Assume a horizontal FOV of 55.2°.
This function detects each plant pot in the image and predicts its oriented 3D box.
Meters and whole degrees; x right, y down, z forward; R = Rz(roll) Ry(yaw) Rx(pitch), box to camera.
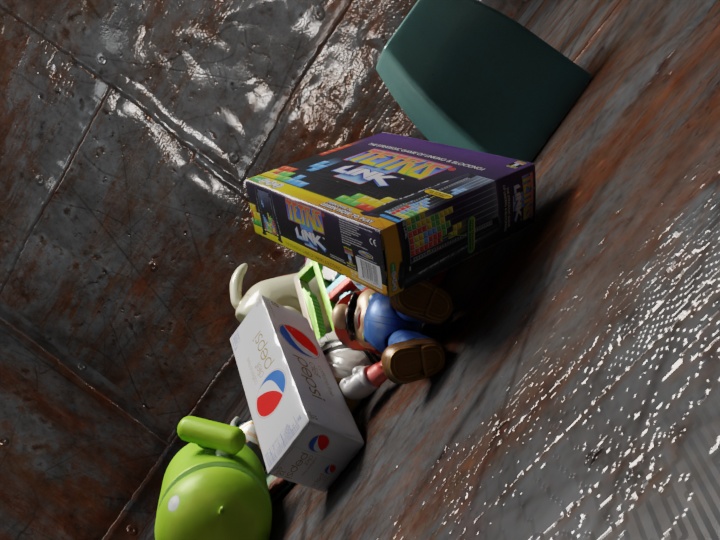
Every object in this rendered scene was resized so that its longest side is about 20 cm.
[{"bbox_3d":[0.122,-0.212,0.784,0.142,0.199,0.141,-53,6,-1],"label":"plant pot"}]

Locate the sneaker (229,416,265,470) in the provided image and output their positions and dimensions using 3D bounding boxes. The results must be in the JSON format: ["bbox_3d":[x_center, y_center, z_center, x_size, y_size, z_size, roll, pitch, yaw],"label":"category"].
[{"bbox_3d":[-0.160,0.253,0.946,0.081,0.077,0.200,-67,11,-23],"label":"sneaker"}]

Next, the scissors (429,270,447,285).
[{"bbox_3d":[0.064,0.023,0.838,0.074,0.014,0.200,-57,4,-5],"label":"scissors"}]

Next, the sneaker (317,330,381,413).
[{"bbox_3d":[-0.036,0.109,0.789,0.088,0.076,0.199,-49,22,-23],"label":"sneaker"}]

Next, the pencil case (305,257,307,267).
[{"bbox_3d":[-0.056,-0.023,1.123,0.094,0.089,0.204,99,176,-79],"label":"pencil case"}]

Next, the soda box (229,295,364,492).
[{"bbox_3d":[-0.068,0.111,0.665,0.064,0.068,0.201,-51,34,14],"label":"soda box"}]

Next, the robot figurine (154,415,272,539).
[{"bbox_3d":[-0.150,0.243,0.710,0.200,0.113,0.179,-163,82,-78],"label":"robot figurine"}]

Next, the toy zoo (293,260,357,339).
[{"bbox_3d":[0.000,0.000,0.848,0.199,0.020,0.133,-41,47,24],"label":"toy zoo"}]

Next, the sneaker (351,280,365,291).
[{"bbox_3d":[0.006,-0.005,0.785,0.071,0.074,0.199,-16,21,-27],"label":"sneaker"}]

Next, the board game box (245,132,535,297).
[{"bbox_3d":[0.021,-0.060,0.586,0.164,0.058,0.199,-26,31,-30],"label":"board game box"}]

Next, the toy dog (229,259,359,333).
[{"bbox_3d":[-0.072,0.041,0.996,0.200,0.194,0.140,-42,-14,-23],"label":"toy dog"}]

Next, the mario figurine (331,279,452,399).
[{"bbox_3d":[0.010,0.048,0.619,0.124,0.106,0.200,-47,7,-9],"label":"mario figurine"}]

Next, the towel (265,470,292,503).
[{"bbox_3d":[-0.077,0.206,0.857,0.147,0.022,0.201,-52,6,34],"label":"towel"}]
